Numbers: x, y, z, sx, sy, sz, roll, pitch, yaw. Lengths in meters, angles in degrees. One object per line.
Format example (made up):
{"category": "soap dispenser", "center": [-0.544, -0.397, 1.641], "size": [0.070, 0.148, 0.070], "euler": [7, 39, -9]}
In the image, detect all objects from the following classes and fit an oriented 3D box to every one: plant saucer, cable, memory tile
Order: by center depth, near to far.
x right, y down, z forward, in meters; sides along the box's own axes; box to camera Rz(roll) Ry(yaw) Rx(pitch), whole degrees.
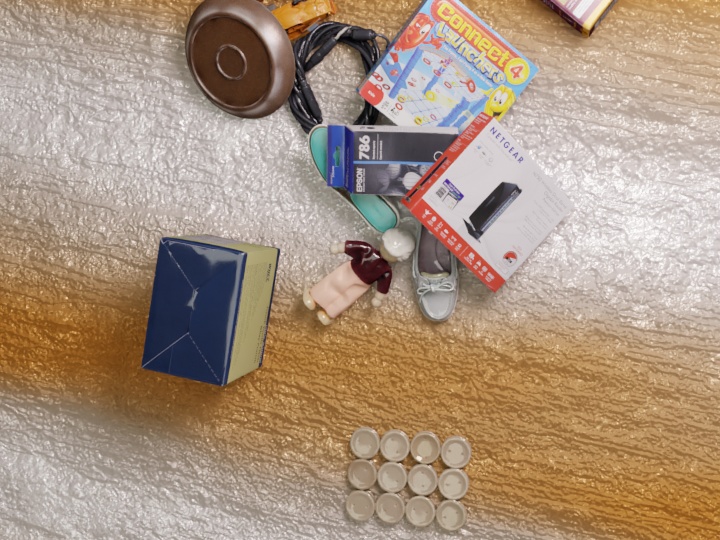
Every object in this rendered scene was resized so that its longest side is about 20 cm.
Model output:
{"category": "plant saucer", "center": [-0.195, -0.327, 1.617], "size": [0.198, 0.032, 0.202], "euler": [13, 122, 20]}
{"category": "cable", "center": [-0.040, -0.285, 1.623], "size": [0.161, 0.051, 0.203], "euler": [14, 97, 11]}
{"category": "memory tile", "center": [0.076, 0.330, 1.656], "size": [0.197, 0.017, 0.156], "euler": [4, 94, 12]}

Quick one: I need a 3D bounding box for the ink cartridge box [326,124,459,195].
{"category": "ink cartridge box", "center": [0.046, -0.163, 1.543], "size": [0.197, 0.039, 0.101], "euler": [1, 112, 3]}

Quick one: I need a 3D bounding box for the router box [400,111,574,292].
{"category": "router box", "center": [0.187, -0.099, 1.531], "size": [0.200, 0.049, 0.180], "euler": [41, 94, -25]}

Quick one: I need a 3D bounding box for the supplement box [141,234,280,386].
{"category": "supplement box", "center": [-0.226, 0.054, 1.607], "size": [0.133, 0.200, 0.203], "euler": [11, 96, 11]}

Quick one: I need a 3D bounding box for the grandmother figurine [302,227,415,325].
{"category": "grandmother figurine", "center": [0.000, 0.000, 1.608], "size": [0.199, 0.061, 0.121], "euler": [-35, 116, 23]}

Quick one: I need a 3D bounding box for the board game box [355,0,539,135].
{"category": "board game box", "center": [0.129, -0.285, 1.556], "size": [0.199, 0.056, 0.197], "euler": [36, 101, -11]}

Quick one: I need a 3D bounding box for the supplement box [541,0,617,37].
{"category": "supplement box", "center": [0.293, -0.451, 1.525], "size": [0.200, 0.086, 0.111], "euler": [41, 101, 6]}

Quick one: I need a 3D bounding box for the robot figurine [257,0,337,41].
{"category": "robot figurine", "center": [-0.142, -0.411, 1.627], "size": [0.198, 0.058, 0.147], "euler": [-17, 90, 19]}

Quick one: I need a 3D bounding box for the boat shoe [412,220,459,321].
{"category": "boat shoe", "center": [0.113, -0.018, 1.596], "size": [0.073, 0.065, 0.205], "euler": [3, 103, 11]}

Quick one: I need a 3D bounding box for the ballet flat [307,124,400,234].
{"category": "ballet flat", "center": [-0.010, -0.141, 1.611], "size": [0.069, 0.069, 0.201], "euler": [-38, 97, 11]}
